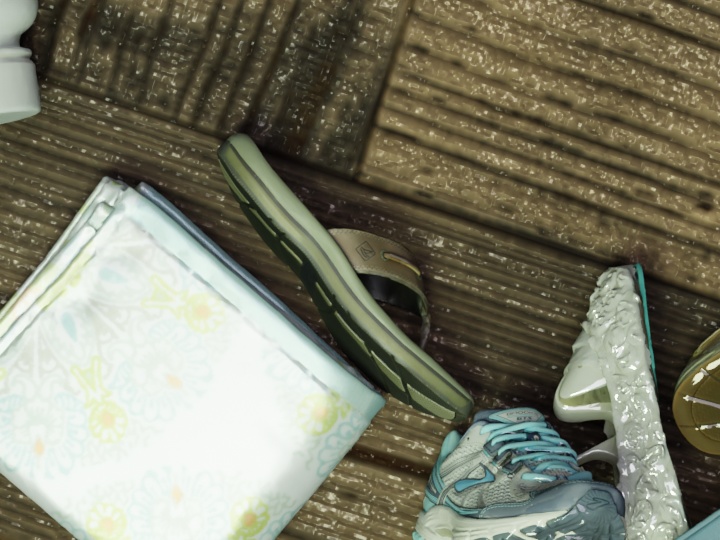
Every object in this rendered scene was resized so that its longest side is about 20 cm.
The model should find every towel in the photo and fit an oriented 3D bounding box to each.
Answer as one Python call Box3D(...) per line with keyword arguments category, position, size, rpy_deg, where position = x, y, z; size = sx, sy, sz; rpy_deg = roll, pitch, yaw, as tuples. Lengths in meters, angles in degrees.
Box3D(category="towel", position=(-0.112, 0.070, 1.349), size=(0.200, 0.048, 0.171), rpy_deg=(41, 93, -1))

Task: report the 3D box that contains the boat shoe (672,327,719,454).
Box3D(category="boat shoe", position=(0.255, 0.024, 1.325), size=(0.199, 0.066, 0.074), rpy_deg=(-28, 105, 12))

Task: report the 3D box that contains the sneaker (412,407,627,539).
Box3D(category="sneaker", position=(0.078, 0.111, 1.279), size=(0.077, 0.200, 0.087), rpy_deg=(11, 79, -20))

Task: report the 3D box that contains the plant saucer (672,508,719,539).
Box3D(category="plant saucer", position=(0.226, 0.141, 1.303), size=(0.200, 0.019, 0.070), rpy_deg=(-26, 92, -44))

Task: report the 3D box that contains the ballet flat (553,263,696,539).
Box3D(category="ballet flat", position=(0.137, 0.088, 1.311), size=(0.071, 0.072, 0.201), rpy_deg=(-9, 66, 0))

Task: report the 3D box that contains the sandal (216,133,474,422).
Box3D(category="sandal", position=(0.000, -0.001, 1.336), size=(0.057, 0.080, 0.201), rpy_deg=(-38, 90, -14))

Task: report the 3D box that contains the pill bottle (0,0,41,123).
Box3D(category="pill bottle", position=(-0.234, -0.176, 1.311), size=(0.112, 0.113, 0.201), rpy_deg=(-9, 91, 0))
